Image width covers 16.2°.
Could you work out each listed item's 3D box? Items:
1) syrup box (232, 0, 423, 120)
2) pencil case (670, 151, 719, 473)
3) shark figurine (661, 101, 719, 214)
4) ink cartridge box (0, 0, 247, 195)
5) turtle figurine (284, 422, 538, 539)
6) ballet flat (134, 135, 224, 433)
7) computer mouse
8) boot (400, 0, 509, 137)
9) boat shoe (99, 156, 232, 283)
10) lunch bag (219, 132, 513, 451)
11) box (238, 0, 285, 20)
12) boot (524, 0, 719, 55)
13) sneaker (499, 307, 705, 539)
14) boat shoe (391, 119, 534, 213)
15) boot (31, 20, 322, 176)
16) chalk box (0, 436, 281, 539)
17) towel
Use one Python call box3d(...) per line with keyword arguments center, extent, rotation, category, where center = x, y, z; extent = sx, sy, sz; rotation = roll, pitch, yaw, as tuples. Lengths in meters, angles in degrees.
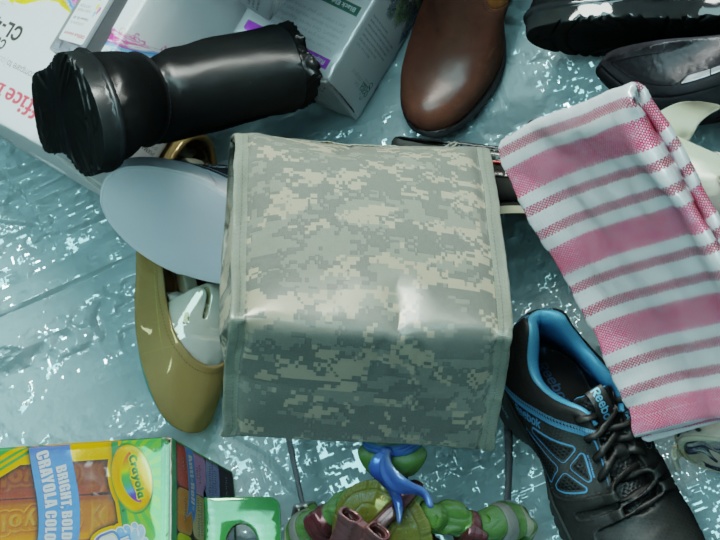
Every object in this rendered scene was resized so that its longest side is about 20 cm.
box3d(center=(0.006, -0.208, 1.645), extent=(0.081, 0.079, 0.200), rotation=(29, 85, 21), category="syrup box")
box3d(center=(0.240, 0.027, 1.511), extent=(0.089, 0.078, 0.200), rotation=(6, 76, 30), category="pencil case")
box3d(center=(0.200, -0.025, 1.478), extent=(0.128, 0.090, 0.214), rotation=(-21, 42, -35), category="shark figurine")
box3d(center=(-0.164, -0.163, 1.657), extent=(0.148, 0.086, 0.200), rotation=(27, 82, 45), category="ink cartridge box")
box3d(center=(0.030, 0.177, 1.534), extent=(0.144, 0.200, 0.194), rotation=(1, 99, -13), category="turtle figurine")
box3d(center=(-0.111, 0.003, 1.621), extent=(0.063, 0.069, 0.200), rotation=(-25, 66, 40), category="ballet flat")
box3d(center=(0.235, -0.124, 1.521), extent=(0.200, 0.140, 0.046), rotation=(-5, 76, 15), category="computer mouse")
box3d(center=(0.055, -0.194, 1.561), extent=(0.068, 0.200, 0.188), rotation=(28, 84, 21), category="boot")
box3d(center=(-0.066, -0.033, 1.588), extent=(0.200, 0.068, 0.072), rotation=(15, 122, -9), category="boat shoe")
box3d(center=(0.000, 0.000, 1.479), extent=(0.164, 0.118, 0.200), rotation=(3, 44, -3), category="lunch bag")
box3d(center=(-0.036, -0.274, 1.545), extent=(0.101, 0.113, 0.200), rotation=(34, 74, 2), category="box")
box3d(center=(0.197, -0.226, 1.589), extent=(0.198, 0.073, 0.163), rotation=(-6, 76, 8), category="boot")
box3d(center=(0.142, 0.113, 1.505), extent=(0.073, 0.082, 0.200), rotation=(-28, 69, -20), category="sneaker")
box3d(center=(0.113, -0.063, 1.572), extent=(0.201, 0.074, 0.063), rotation=(-3, 93, 20), category="boat shoe")
box3d(center=(-0.103, -0.107, 1.504), extent=(0.162, 0.198, 0.074), rotation=(-11, 97, -16), category="boot")
box3d(center=(-0.148, 0.175, 1.559), extent=(0.200, 0.124, 0.125), rotation=(-6, 74, 15), category="chalk box")
box3d(center=(0.158, -0.002, 1.415), extent=(0.030, 0.146, 0.200), rotation=(-30, 94, -29), category="towel")
